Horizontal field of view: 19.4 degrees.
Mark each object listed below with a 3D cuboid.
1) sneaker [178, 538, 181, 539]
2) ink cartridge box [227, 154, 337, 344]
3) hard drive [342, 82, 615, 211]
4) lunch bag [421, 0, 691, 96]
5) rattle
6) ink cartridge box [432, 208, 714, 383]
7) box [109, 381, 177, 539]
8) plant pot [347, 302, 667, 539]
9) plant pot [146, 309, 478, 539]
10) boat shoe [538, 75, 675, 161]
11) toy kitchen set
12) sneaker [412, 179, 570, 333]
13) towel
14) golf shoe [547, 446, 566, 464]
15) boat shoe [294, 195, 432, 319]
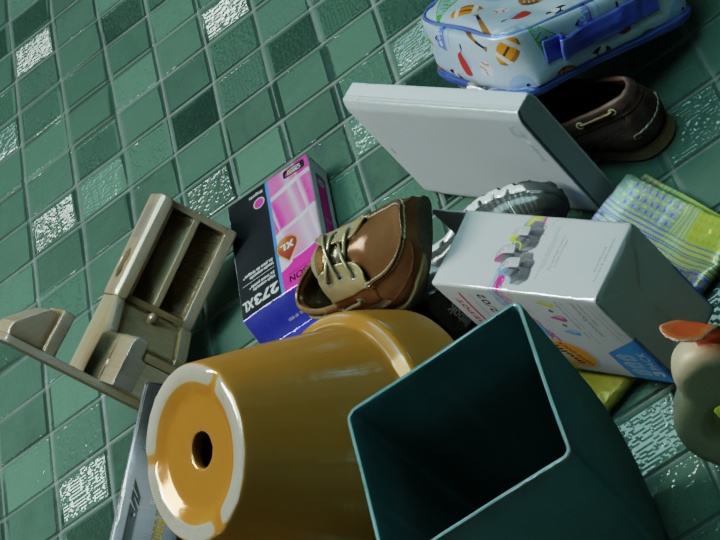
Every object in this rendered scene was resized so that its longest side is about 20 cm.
[{"bbox_3d":[-0.082,0.166,1.664,0.111,0.077,0.200,-1,61,51],"label":"sneaker"},{"bbox_3d":[-0.062,-0.007,1.839,0.095,0.037,0.200,-33,41,19],"label":"ink cartridge box"},{"bbox_3d":[0.093,-0.100,1.686,0.200,0.132,0.026,10,63,48],"label":"hard drive"},{"bbox_3d":[0.157,-0.201,1.700,0.200,0.076,0.160,-28,27,-21],"label":"lunch bag"},{"bbox_3d":[0.250,0.037,1.354,0.130,0.200,0.143,-8,52,40],"label":"rattle"},{"bbox_3d":[0.137,0.016,1.518,0.200,0.115,0.068,7,63,48],"label":"ink cartridge box"},{"bbox_3d":[-0.164,0.205,1.575,0.158,0.048,0.200,111,170,-62],"label":"box"},{"bbox_3d":[0.117,0.155,1.380,0.141,0.200,0.141,-35,38,17],"label":"plant pot"},{"bbox_3d":[-0.042,0.127,1.494,0.200,0.183,0.200,-3,87,52],"label":"plant pot"},{"bbox_3d":[0.157,-0.126,1.700,0.200,0.070,0.070,-5,57,44],"label":"boat shoe"},{"bbox_3d":[-0.195,0.014,1.772,0.181,0.163,0.200,-65,18,-7],"label":"toy kitchen set"},{"bbox_3d":[0.085,0.004,1.661,0.200,0.066,0.091,-30,43,28],"label":"sneaker"},{"bbox_3d":[0.186,0.022,1.578,0.200,0.023,0.144,-50,36,-2],"label":"towel"},{"bbox_3d":[0.095,0.153,1.527,0.200,0.078,0.097,-2,74,49],"label":"golf shoe"},{"bbox_3d":[0.000,0.000,1.596,0.200,0.074,0.076,128,144,-63],"label":"boat shoe"}]
